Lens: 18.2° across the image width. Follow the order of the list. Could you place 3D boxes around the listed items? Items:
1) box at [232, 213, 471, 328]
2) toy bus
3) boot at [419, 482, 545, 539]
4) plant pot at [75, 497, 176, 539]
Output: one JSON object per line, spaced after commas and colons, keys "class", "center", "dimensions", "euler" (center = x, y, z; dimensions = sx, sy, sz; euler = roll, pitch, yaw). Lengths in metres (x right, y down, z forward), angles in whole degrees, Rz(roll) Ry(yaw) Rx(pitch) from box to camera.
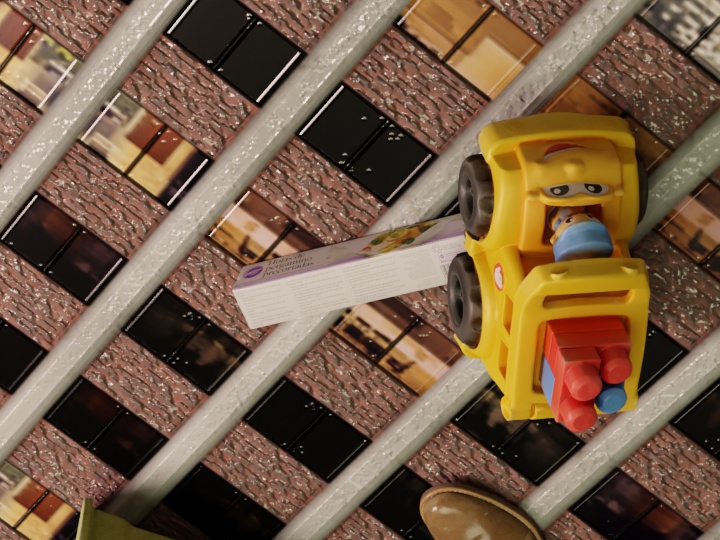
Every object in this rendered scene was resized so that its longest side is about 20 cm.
{"class": "box", "center": [0.000, 0.000, 1.727], "dimensions": [0.199, 0.039, 0.042], "euler": [-14, 117, 22]}
{"class": "toy bus", "center": [0.147, 0.014, 1.590], "dimensions": [0.135, 0.192, 0.201], "euler": [-3, 122, -10]}
{"class": "boot", "center": [0.121, 0.256, 1.842], "dimensions": [0.074, 0.076, 0.200], "euler": [-34, 108, 32]}
{"class": "plant pot", "center": [-0.160, 0.304, 1.890], "dimensions": [0.184, 0.201, 0.201], "euler": [9, 125, -6]}
